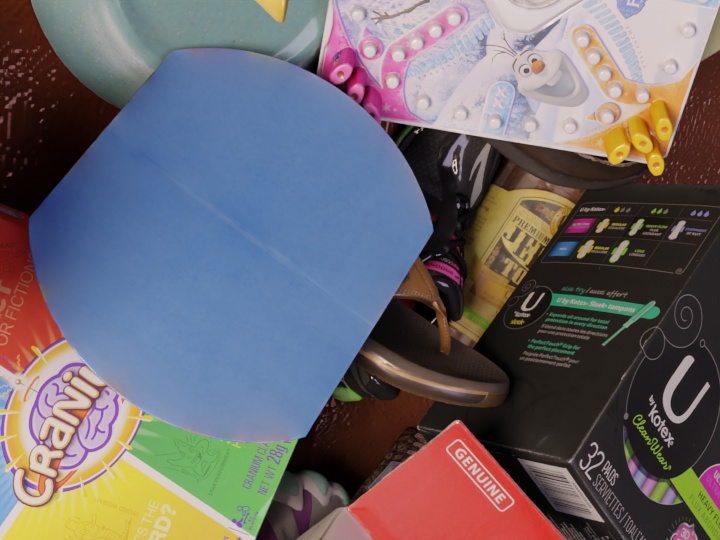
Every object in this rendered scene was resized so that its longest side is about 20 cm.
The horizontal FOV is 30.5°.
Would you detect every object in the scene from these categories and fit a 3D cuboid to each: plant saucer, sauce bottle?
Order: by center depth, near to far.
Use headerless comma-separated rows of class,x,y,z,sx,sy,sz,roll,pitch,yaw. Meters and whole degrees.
plant saucer,-0.068,-0.165,0.658,0.198,0.036,0.202,-16,120,-29
sauce bottle,0.102,-0.031,0.829,0.065,0.065,0.201,31,92,-41

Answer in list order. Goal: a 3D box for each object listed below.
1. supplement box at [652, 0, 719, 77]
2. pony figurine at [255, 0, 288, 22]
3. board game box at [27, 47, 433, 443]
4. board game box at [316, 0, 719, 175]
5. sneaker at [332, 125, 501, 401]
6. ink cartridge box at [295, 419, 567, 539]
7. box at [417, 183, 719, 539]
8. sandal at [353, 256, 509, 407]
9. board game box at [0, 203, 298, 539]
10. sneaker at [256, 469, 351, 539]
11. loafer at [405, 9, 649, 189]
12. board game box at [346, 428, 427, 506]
supplement box,0.190,-0.253,0.735,0.199,0.134,0.201,-30,126,-19
pony figurine,-0.114,-0.202,0.520,0.198,0.167,0.194,10,126,-2
board game box,-0.063,-0.012,0.636,0.157,0.039,0.201,35,59,-4
board game box,0.088,-0.150,0.658,0.198,0.026,0.201,8,124,-6
sneaker,0.041,-0.010,0.775,0.076,0.083,0.202,29,85,-40
ink cartridge box,0.048,0.202,0.664,0.176,0.200,0.045,-42,-179,30
box,0.160,0.069,0.757,0.200,0.124,0.149,-51,121,-24
sandal,0.000,0.000,0.694,0.055,0.200,0.082,-54,164,21
board game box,-0.133,0.070,0.663,0.198,0.040,0.154,22,96,-12
sneaker,-0.076,0.194,0.754,0.198,0.141,0.078,-1,149,-35
loafer,0.096,-0.105,0.740,0.198,0.071,0.074,18,64,-22
board game box,0.031,0.221,0.818,0.200,0.096,0.161,-41,141,-61
